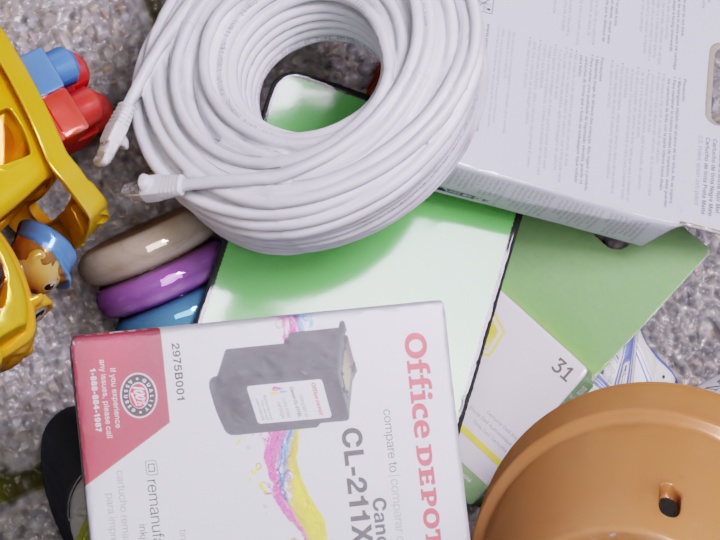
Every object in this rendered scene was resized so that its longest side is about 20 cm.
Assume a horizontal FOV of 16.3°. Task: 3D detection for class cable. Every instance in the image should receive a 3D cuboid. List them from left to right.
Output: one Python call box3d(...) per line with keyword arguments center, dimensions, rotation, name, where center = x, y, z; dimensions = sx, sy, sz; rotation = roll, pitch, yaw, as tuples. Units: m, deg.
box3d(center=(-0.026, -0.103, 1.371), dimensions=(0.199, 0.069, 0.201), rotation=(10, 66, 21), name="cable")

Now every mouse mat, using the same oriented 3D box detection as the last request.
box3d(center=(0.000, 0.000, 1.402), dimensions=(0.160, 0.008, 0.201), rotation=(19, 74, -5), name="mouse mat")

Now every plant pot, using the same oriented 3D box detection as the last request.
box3d(center=(0.145, 0.172, 1.274), dimensions=(0.199, 0.140, 0.201), rotation=(3, 105, 13), name="plant pot")

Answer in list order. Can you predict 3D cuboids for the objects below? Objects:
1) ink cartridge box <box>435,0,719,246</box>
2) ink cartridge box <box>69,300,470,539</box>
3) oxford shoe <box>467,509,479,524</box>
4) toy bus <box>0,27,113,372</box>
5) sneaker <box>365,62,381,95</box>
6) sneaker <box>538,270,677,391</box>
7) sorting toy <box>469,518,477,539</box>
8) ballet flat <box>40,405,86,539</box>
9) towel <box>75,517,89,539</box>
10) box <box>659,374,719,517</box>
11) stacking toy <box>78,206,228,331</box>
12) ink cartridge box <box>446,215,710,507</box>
box3d(center=(0.134, -0.117, 1.448), dimensions=(0.199, 0.041, 0.201), rotation=(14, 63, -12), name="ink cartridge box")
box3d(center=(-0.048, 0.097, 1.326), dimensions=(0.199, 0.083, 0.147), rotation=(-6, 86, -7), name="ink cartridge box")
box3d(center=(0.073, 0.167, 1.433), dimensions=(0.199, 0.058, 0.076), rotation=(7, 112, 9), name="oxford shoe")
box3d(center=(-0.207, -0.042, 1.377), dimensions=(0.191, 0.136, 0.201), rotation=(-26, 84, -29), name="toy bus")
box3d(center=(0.016, -0.056, 1.466), dimensions=(0.077, 0.073, 0.200), rotation=(40, 80, -20), name="sneaker")
box3d(center=(0.151, 0.088, 1.482), dimensions=(0.088, 0.075, 0.201), rotation=(-4, 86, -16), name="sneaker")
box3d(center=(0.097, 0.227, 1.388), dimensions=(0.199, 0.036, 0.186), rotation=(-33, 94, 16), name="sorting toy")
box3d(center=(-0.122, 0.168, 1.405), dimensions=(0.073, 0.073, 0.201), rotation=(-21, 89, -16), name="ballet flat")
box3d(center=(-0.118, 0.168, 1.362), dimensions=(0.086, 0.018, 0.201), rotation=(25, 83, -4), name="towel")
box3d(center=(0.266, 0.157, 1.440), dimensions=(0.198, 0.130, 0.201), rotation=(-28, 105, -26), name="box")
box3d(center=(-0.084, 0.067, 1.426), dimensions=(0.085, 0.085, 0.201), rotation=(-26, 97, -16), name="stacking toy")
box3d(center=(0.081, 0.015, 1.438), dimensions=(0.145, 0.048, 0.200), rotation=(42, 93, 16), name="ink cartridge box")
